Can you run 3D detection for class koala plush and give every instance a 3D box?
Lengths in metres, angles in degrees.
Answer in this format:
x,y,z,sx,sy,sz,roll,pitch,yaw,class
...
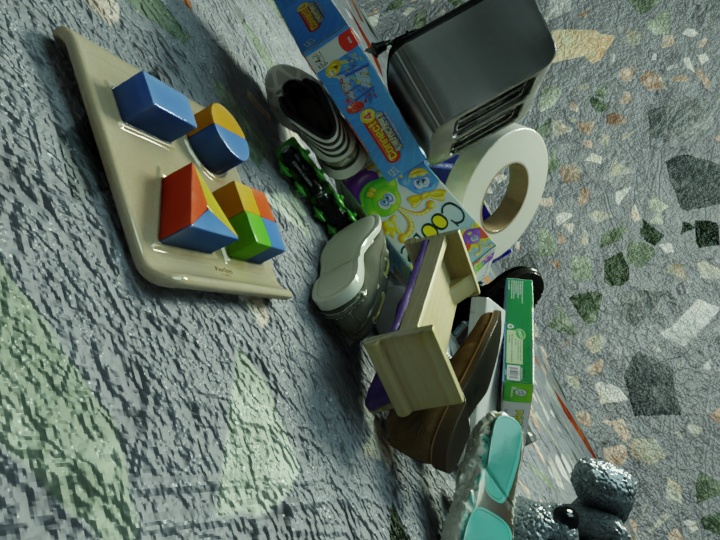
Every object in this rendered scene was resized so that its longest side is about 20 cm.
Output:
x,y,z,sx,sy,sz,roll,pitch,yaw,class
0.190,0.298,0.710,0.199,0.184,0.178,25,33,-30,koala plush

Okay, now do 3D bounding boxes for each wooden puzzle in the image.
x,y,z,sx,sy,sz,roll,pitch,yaw,class
-0.122,-0.074,0.506,0.201,0.046,0.185,64,15,13,wooden puzzle

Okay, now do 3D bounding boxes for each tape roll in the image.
x,y,z,sx,sy,sz,roll,pitch,yaw,class
0.191,-0.108,0.963,0.037,0.203,0.203,31,-6,38,tape roll

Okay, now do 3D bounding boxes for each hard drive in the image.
x,y,z,sx,sy,sz,roll,pitch,yaw,class
0.156,0.143,0.871,0.132,0.026,0.202,28,67,-67,hard drive

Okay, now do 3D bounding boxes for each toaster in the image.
x,y,z,sx,sy,sz,roll,pitch,yaw,class
0.122,-0.228,0.809,0.119,0.199,0.181,62,1,8,toaster

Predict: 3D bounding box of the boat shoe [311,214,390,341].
x,y,z,sx,sy,sz,roll,pitch,yaw,class
-0.003,0.001,0.725,0.060,0.072,0.202,57,21,-20,boat shoe

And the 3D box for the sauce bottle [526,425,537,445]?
x,y,z,sx,sy,sz,roll,pitch,yaw,class
0.239,0.207,1.170,0.201,0.066,0.066,68,16,16,sauce bottle

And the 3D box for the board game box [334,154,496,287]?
x,y,z,sx,sy,sz,roll,pitch,yaw,class
0.067,-0.058,0.867,0.200,0.103,0.105,52,-9,19,board game box

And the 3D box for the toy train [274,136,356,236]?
x,y,z,sx,sy,sz,roll,pitch,yaw,class
-0.036,-0.077,0.822,0.200,0.042,0.056,52,6,-32,toy train

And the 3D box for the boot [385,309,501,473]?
x,y,z,sx,sy,sz,roll,pitch,yaw,class
0.090,0.105,0.682,0.200,0.075,0.074,-51,141,-41,boot

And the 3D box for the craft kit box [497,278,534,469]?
x,y,z,sx,sy,sz,roll,pitch,yaw,class
0.225,0.151,0.999,0.201,0.048,0.198,-75,167,-46,craft kit box

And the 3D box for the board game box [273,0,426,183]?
x,y,z,sx,sy,sz,roll,pitch,yaw,class
-0.017,-0.233,0.792,0.196,0.056,0.201,51,11,-43,board game box

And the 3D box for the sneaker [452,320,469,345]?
x,y,z,sx,sy,sz,roll,pitch,yaw,class
0.175,0.119,1.003,0.079,0.096,0.200,27,2,22,sneaker

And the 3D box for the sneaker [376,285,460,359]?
x,y,z,sx,sy,sz,roll,pitch,yaw,class
0.087,0.117,0.794,0.115,0.075,0.201,37,25,-53,sneaker

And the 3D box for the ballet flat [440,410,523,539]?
x,y,z,sx,sy,sz,roll,pitch,yaw,class
0.112,0.230,0.652,0.072,0.071,0.201,52,45,-29,ballet flat

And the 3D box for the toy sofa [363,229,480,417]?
x,y,z,sx,sy,sz,roll,pitch,yaw,class
0.054,0.045,0.668,0.083,0.097,0.200,66,25,-23,toy sofa

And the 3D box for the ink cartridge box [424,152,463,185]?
x,y,z,sx,sy,sz,roll,pitch,yaw,class
0.117,-0.091,0.999,0.042,0.118,0.201,-109,-153,-65,ink cartridge box

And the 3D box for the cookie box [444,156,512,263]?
x,y,z,sx,sy,sz,roll,pitch,yaw,class
0.116,-0.076,1.071,0.200,0.170,0.075,54,12,-26,cookie box

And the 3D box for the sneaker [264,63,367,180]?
x,y,z,sx,sy,sz,roll,pitch,yaw,class
-0.067,-0.206,0.797,0.201,0.075,0.115,53,-2,30,sneaker

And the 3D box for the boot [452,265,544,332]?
x,y,z,sx,sy,sz,roll,pitch,yaw,class
0.200,0.025,1.128,0.079,0.211,0.159,25,37,-29,boot
